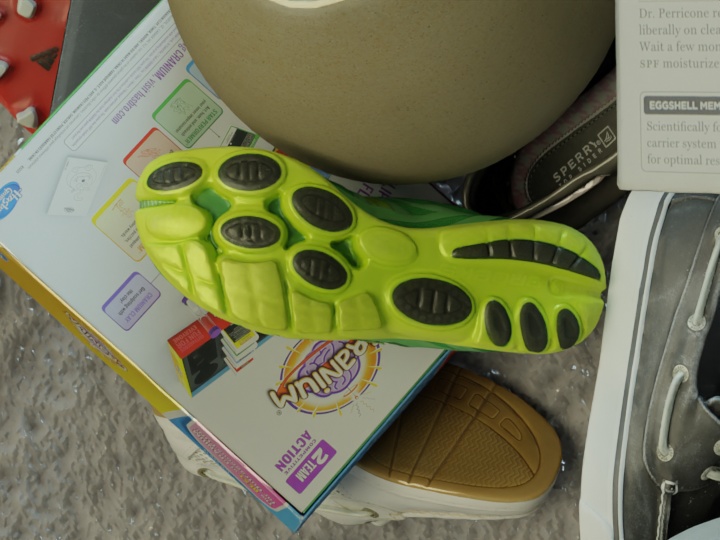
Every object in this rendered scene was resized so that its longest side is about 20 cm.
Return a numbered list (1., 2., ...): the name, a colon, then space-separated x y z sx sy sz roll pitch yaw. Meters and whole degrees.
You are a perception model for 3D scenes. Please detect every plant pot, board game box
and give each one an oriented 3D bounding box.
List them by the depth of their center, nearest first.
1. plant pot: 0.001 -0.140 1.133 0.199 0.134 0.202 -1 86 16
2. board game box: -0.052 -0.009 1.242 0.200 0.040 0.153 42 76 4

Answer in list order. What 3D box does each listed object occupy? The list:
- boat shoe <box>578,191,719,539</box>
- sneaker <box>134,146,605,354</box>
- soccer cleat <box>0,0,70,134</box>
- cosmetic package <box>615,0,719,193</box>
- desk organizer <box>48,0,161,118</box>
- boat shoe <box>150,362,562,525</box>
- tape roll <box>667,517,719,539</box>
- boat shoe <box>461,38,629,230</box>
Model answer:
1. boat shoe: 0.141 0.063 1.185 0.067 0.072 0.201 8 93 37
2. sneaker: 0.000 0.000 1.180 0.084 0.199 0.075 162 121 -77
3. soccer cleat: -0.176 -0.155 1.397 0.068 0.085 0.201 -27 102 7
4. cosmetic package: 0.190 -0.134 1.039 0.122 0.199 0.201 4 98 36
5. desk organizer: -0.095 -0.126 1.327 0.071 0.077 0.201 10 86 2
6. boat shoe: 0.001 0.082 1.295 0.199 0.071 0.070 13 138 24
7. tape roll: 0.179 0.195 1.150 0.201 0.037 0.204 7 110 19
8. boat shoe: 0.118 -0.080 1.188 0.200 0.057 0.067 -46 69 31
